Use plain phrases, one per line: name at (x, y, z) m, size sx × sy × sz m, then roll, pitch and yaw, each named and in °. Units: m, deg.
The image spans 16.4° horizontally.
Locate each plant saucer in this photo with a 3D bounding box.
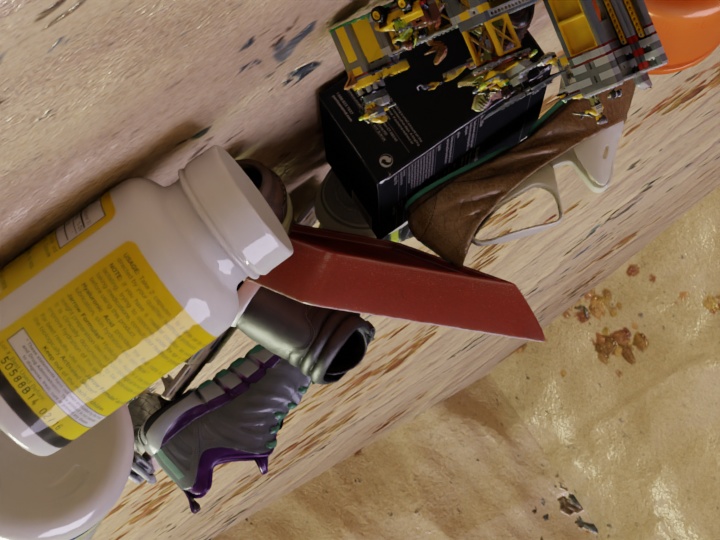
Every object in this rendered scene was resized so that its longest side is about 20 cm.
plant saucer at (0.000, 0.000, 1.728) m, size 0.199 × 0.037 × 0.200 m, roll 10°, pitch -173°, yaw -33°

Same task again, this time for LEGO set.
LEGO set at (0.089, -0.127, 1.507) m, size 0.154 × 0.116 × 0.200 m, roll -21°, pitch -177°, yaw 35°

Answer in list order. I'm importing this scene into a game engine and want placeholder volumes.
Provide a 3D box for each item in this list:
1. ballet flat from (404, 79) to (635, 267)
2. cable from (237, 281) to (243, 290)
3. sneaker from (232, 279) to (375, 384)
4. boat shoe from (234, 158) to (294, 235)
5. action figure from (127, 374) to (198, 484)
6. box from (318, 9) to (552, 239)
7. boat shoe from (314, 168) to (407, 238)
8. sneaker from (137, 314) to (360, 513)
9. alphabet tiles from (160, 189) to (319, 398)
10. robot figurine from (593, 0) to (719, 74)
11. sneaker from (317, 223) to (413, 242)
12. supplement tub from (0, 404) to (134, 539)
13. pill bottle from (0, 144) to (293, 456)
ballet flat at (0.126, -0.069, 1.720) m, size 0.200 × 0.072 × 0.068 m, roll -35°, pitch 172°, yaw -6°
cable at (-0.140, 0.034, 1.867) m, size 0.163 × 0.051 × 0.200 m, roll -34°, pitch 172°, yaw -28°
sneaker at (-0.035, 0.036, 1.870) m, size 0.071 × 0.099 × 0.200 m, roll -55°, pitch 176°, yaw 13°
boat shoe at (-0.136, -0.007, 1.617) m, size 0.202 × 0.075 × 0.075 m, roll -39°, pitch 159°, yaw -10°
action figure at (-0.209, 0.137, 2.003) m, size 0.200 × 0.069 × 0.130 m, roll -23°, pitch -153°, yaw 3°
box at (0.050, -0.106, 1.715) m, size 0.141 × 0.079 × 0.200 m, roll -32°, pitch 171°, yaw -5°
boat shoe at (0.048, -0.095, 1.857) m, size 0.201 × 0.070 × 0.072 m, roll -34°, pitch 161°, yaw -30°
sneaker at (-0.072, 0.105, 1.951) m, size 0.200 × 0.088 × 0.074 m, roll -34°, pitch 177°, yaw -7°
alphabet tiles at (-0.085, 0.018, 1.920) m, size 0.200 × 0.006 × 0.166 m, roll -52°, pitch 176°, yaw 1°
robot figurine at (0.198, -0.198, 1.640) m, size 0.144 × 0.117 × 0.200 m, roll -33°, pitch 169°, yaw -10°
sneaker at (0.016, -0.057, 1.976) m, size 0.200 × 0.075 × 0.076 m, roll -43°, pitch -158°, yaw 26°
supplement tub at (-0.241, 0.139, 1.734) m, size 0.145 × 0.145 × 0.200 m, roll -31°, pitch 172°, yaw -22°
pill bottle at (-0.144, 0.014, 1.510) m, size 0.200 × 0.111 × 0.111 m, roll -35°, pitch 172°, yaw 6°
